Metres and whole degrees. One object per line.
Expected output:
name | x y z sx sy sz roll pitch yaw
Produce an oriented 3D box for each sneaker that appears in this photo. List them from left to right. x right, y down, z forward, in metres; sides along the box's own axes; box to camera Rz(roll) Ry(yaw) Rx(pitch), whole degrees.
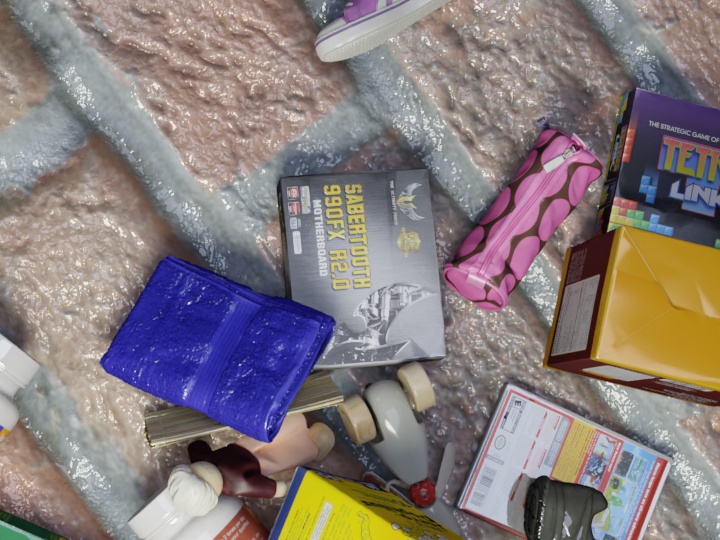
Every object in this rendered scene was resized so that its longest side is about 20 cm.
sneaker | 0.015 -0.304 1.699 0.200 0.073 0.115 -33 87 -21
sneaker | 0.210 0.313 1.654 0.090 0.076 0.201 6 98 -11

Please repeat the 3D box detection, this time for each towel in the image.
towel | -0.142 0.070 1.593 0.199 0.050 0.148 20 63 19

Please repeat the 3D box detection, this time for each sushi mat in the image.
sushi mat | -0.119 0.139 1.619 0.199 0.096 0.012 -12 107 -10

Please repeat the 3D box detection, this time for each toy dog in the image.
toy dog | 0.040 0.188 1.655 0.131 0.096 0.201 -3 100 -12

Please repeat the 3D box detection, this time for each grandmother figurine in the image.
grandmother figurine | -0.117 0.186 1.571 0.121 0.200 0.061 15 111 30

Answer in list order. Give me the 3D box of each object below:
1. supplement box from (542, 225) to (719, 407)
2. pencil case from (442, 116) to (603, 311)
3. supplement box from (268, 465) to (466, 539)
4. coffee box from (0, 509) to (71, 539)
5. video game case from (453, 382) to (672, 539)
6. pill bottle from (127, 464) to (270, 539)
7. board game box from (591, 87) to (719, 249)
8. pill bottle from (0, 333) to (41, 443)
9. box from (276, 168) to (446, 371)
supplement box | 0.314 0.052 1.642 0.196 0.200 0.134 14 82 -7
pencil case | 0.169 -0.054 1.683 0.091 0.094 0.200 35 81 -4
supplement box | 0.018 0.274 1.497 0.109 0.200 0.110 20 94 -43
coffee box | -0.304 0.323 1.585 0.199 0.044 0.123 23 96 -6
video game case | 0.215 0.224 1.703 0.199 0.017 0.144 25 81 -6
pill bottle | -0.133 0.293 1.592 0.112 0.112 0.200 -42 92 -10
board game box | 0.365 -0.090 1.737 0.199 0.057 0.166 13 84 -8
pill bottle | -0.402 0.147 1.563 0.112 0.112 0.200 39 80 -4
box | 0.000 0.000 1.667 0.157 0.048 0.201 -3 81 -9
